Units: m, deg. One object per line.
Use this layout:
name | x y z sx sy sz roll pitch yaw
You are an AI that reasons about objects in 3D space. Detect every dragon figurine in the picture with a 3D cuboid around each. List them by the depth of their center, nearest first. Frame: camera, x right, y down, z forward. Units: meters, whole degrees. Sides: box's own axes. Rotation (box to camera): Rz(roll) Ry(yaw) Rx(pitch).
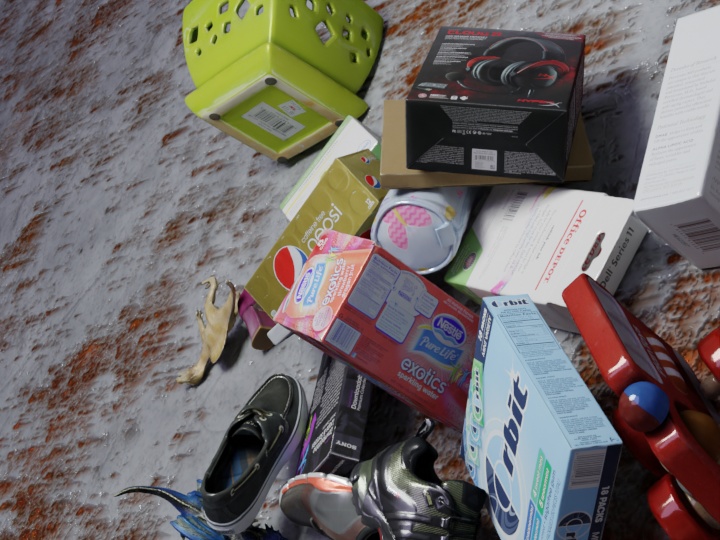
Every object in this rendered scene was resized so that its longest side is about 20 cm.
dragon figurine | -0.156 0.253 1.372 0.059 0.200 0.099 -58 -5 -17

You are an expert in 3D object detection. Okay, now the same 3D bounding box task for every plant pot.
plant pot | -0.105 -0.263 1.728 0.199 0.200 0.182 -25 50 39

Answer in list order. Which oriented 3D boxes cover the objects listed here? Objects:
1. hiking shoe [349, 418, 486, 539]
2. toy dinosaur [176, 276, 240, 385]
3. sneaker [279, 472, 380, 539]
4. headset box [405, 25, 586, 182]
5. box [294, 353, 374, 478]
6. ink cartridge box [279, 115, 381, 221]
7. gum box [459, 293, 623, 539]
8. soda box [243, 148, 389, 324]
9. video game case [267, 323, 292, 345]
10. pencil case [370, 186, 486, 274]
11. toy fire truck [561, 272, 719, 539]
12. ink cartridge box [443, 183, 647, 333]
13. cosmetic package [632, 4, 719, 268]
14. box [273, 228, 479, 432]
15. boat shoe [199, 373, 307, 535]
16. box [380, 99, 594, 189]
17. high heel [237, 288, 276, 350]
hiking shoe | 0.066 0.224 1.121 0.101 0.076 0.200 -42 59 22
toy dinosaur | -0.169 0.060 1.635 0.101 0.058 0.200 -95 26 -46
sneaker | -0.013 0.238 1.258 0.200 0.077 0.082 -12 58 49
headset box | 0.133 -0.167 1.280 0.148 0.075 0.200 6 33 13
box | -0.018 0.122 1.354 0.143 0.036 0.201 124 163 -58
ink cartridge box | -0.009 -0.084 1.570 0.146 0.048 0.200 -52 30 7
gum box | 0.138 0.144 1.079 0.200 0.044 0.170 -114 24 -54
soda box | -0.038 -0.032 1.414 0.068 0.064 0.200 46 122 14
video game case | 0.000 0.000 1.380 0.143 0.018 0.200 -42 -5 33
pencil case | 0.080 -0.074 1.335 0.090 0.083 0.200 8 32 18
toy fire truck | 0.226 0.104 0.968 0.112 0.168 0.200 -43 34 20
ink cartridge box | 0.179 -0.011 1.230 0.200 0.067 0.117 15 73 58
cosmetic package | 0.302 -0.115 1.130 0.074 0.102 0.201 -12 51 46
box | 0.035 0.057 1.236 0.095 0.200 0.103 19 78 57
boat shoe | -0.106 0.172 1.355 0.068 0.057 0.200 2 43 21
box | 0.119 -0.129 1.316 0.199 0.021 0.164 -2 32 3
high heel | -0.083 -0.003 1.559 0.200 0.067 0.096 -59 35 37
